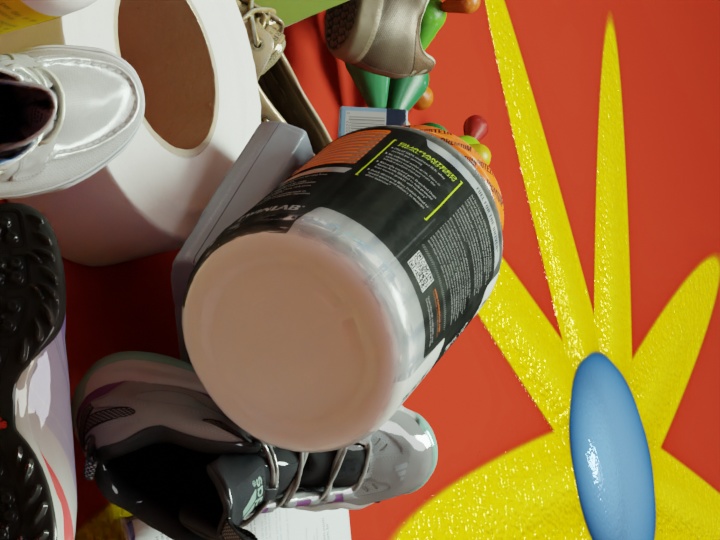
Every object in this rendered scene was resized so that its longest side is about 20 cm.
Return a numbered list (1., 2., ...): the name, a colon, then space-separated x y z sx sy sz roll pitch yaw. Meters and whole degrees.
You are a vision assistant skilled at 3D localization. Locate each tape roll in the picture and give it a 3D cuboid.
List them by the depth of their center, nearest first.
1. tape roll: -0.132 -0.106 1.169 0.202 0.070 0.204 39 45 -53

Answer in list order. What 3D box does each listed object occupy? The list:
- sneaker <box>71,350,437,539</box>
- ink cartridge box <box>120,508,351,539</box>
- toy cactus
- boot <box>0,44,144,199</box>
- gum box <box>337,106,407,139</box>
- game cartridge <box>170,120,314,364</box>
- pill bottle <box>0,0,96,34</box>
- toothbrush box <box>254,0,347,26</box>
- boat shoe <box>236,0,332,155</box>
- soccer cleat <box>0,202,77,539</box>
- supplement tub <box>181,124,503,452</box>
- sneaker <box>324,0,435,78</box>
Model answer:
1. sneaker: -0.049 0.108 1.089 0.140 0.198 0.078 -111 -151 -67
2. ink cartridge box: -0.069 0.218 1.163 0.199 0.040 0.202 -3 88 -56
3. toy cactus: 0.036 -0.116 1.511 0.201 0.101 0.166 62 38 -47
4. boot: -0.161 -0.066 0.987 0.199 0.095 0.074 -21 100 -41
5. gum box: 0.001 0.025 1.309 0.200 0.044 0.171 94 -1 -62
6. game cartridge: -0.058 0.020 1.202 0.201 0.040 0.134 89 27 -46
7. pill bottle: -0.174 -0.160 0.956 0.111 0.198 0.112 35 49 -54
8. toothbrush box: -0.068 -0.274 1.335 0.200 0.085 0.147 50 29 -47
9. boat shoe: -0.074 -0.139 1.306 0.201 0.064 0.071 63 29 -27
10. soccer cleat: -0.170 0.067 1.041 0.073 0.067 0.202 77 7 -69
11. supplement tub: 0.000 0.000 1.100 0.200 0.122 0.124 -44 118 -59
12. sneaker: 0.027 -0.224 1.440 0.075 0.070 0.202 20 74 -29
